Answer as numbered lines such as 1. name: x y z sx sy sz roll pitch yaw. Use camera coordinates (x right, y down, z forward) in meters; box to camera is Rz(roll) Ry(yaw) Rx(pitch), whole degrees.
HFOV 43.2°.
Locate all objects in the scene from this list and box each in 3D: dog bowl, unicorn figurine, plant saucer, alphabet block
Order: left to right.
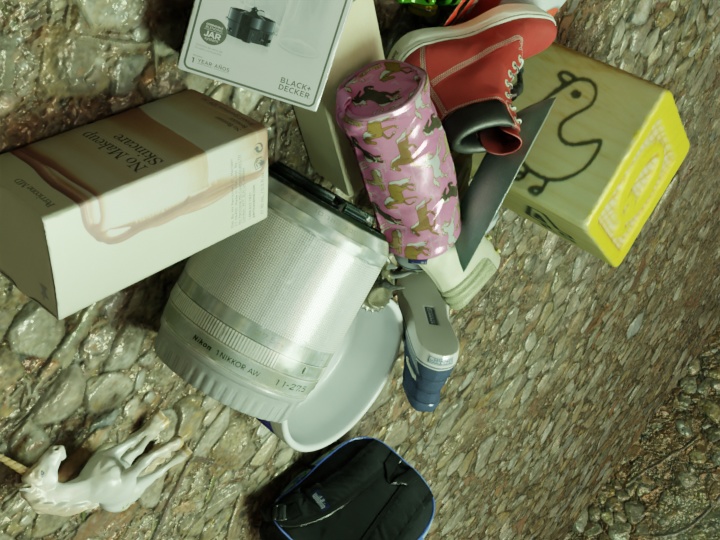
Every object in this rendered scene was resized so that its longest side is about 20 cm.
1. unicorn figurine: -0.231 0.184 0.843 0.137 0.074 0.201 -36 150 -15
2. dog bowl: -0.044 0.101 1.043 0.200 0.078 0.202 -36 143 -34
3. plant saucer: 0.139 -0.096 0.945 0.202 0.038 0.201 -61 174 -10
4. alphabet block: 0.275 -0.150 1.165 0.197 0.199 0.196 -60 149 3

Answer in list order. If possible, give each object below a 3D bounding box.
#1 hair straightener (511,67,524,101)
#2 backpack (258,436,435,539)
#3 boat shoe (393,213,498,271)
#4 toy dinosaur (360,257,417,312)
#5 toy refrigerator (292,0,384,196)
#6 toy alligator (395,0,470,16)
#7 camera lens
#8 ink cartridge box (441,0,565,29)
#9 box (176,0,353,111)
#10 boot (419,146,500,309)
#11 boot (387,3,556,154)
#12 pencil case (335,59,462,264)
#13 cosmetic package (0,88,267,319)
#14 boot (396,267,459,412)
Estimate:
1. hair straightener: 0.097 -0.187 1.003 0.199 0.077 0.041 -27 117 -21
2. backpack: -0.016 0.331 1.198 0.200 0.183 0.147 -40 168 -34
3. boat shoe: 0.111 -0.032 1.160 0.199 0.072 0.063 -25 142 -44
4. toy dinosaur: 0.000 0.000 0.971 0.077 0.102 0.200 -53 177 4
5. toy refrigerator: -0.022 -0.171 0.845 0.076 0.070 0.201 -39 145 -16
6. toy alligator: 0.070 -0.279 0.894 0.199 0.054 0.060 -25 136 -44
7. camera lens: -0.079 0.014 0.833 0.201 0.159 0.160 -60 149 4
8. ink cartridge box: 0.156 -0.271 0.947 0.162 0.050 0.200 -50 172 36
9. box: -0.057 -0.236 0.684 0.115 0.060 0.202 14 110 -15
10. boot: 0.113 -0.074 1.053 0.155 0.072 0.201 45 62 -34
11. boot: 0.141 -0.181 0.889 0.199 0.145 0.073 -23 155 -28
12. pencil case: 0.038 -0.097 0.837 0.087 0.082 0.201 -53 145 -27
13. cosmetic package: -0.174 -0.058 0.689 0.199 0.103 0.088 -32 139 -39
14. boot: 0.073 0.077 1.121 0.201 0.072 0.091 -91 -167 -57
